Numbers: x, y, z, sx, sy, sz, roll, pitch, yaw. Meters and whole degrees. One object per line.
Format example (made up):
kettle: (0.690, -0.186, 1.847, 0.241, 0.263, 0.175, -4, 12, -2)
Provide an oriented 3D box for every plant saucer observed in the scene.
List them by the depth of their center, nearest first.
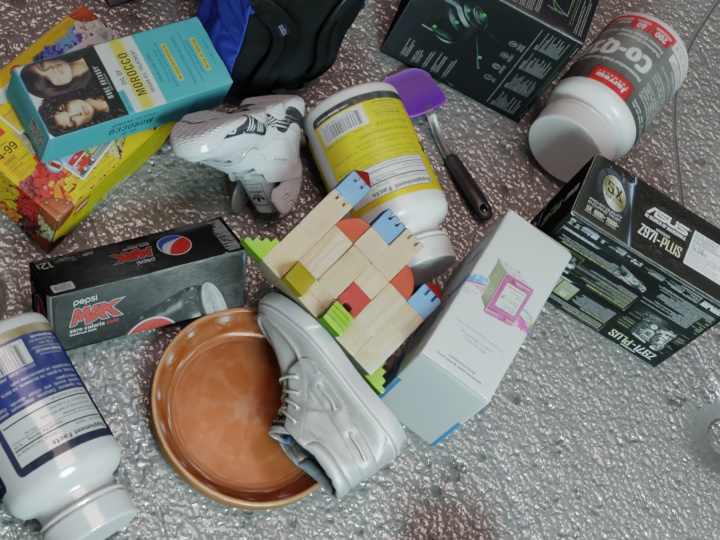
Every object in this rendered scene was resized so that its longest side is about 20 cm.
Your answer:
plant saucer: (-0.106, 0.133, 1.364, 0.199, 0.032, 0.201, 9, 62, -18)

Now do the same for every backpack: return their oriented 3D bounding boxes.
backpack: (-0.088, -0.289, 1.478, 0.162, 0.200, 0.168, -16, 62, -24)

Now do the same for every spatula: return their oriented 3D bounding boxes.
spatula: (0.094, -0.141, 1.578, 0.056, 0.021, 0.201, -26, 79, -16)

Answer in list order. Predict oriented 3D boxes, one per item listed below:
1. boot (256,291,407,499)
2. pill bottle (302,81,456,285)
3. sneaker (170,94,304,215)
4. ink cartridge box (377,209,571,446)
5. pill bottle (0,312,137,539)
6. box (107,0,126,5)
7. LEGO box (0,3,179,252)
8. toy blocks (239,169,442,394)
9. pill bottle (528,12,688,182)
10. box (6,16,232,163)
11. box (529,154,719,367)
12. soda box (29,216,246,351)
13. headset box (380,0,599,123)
boot: (-0.053, 0.118, 1.334, 0.095, 0.074, 0.200, -37, 76, -23)
pill bottle: (0.024, -0.085, 1.473, 0.111, 0.111, 0.201, -15, 73, -26)
sneaker: (-0.114, -0.106, 1.408, 0.200, 0.075, 0.116, -30, 119, -58)
ink cartridge box: (0.112, 0.057, 1.418, 0.085, 0.145, 0.200, 37, 58, -2)
pill bottle: (-0.280, 0.147, 1.244, 0.111, 0.111, 0.201, -26, 77, -29)
box: (-0.203, -0.389, 1.529, 0.199, 0.115, 0.133, -25, 78, -28)
LEGO box: (-0.292, -0.142, 1.397, 0.149, 0.077, 0.200, 40, 58, 0)
toy blocks: (0.000, 0.000, 1.366, 0.137, 0.100, 0.200, -44, 96, -13)
pill bottle: (0.283, -0.197, 1.624, 0.114, 0.114, 0.200, 41, 58, 1)
box: (-0.230, -0.176, 1.362, 0.199, 0.049, 0.083, -23, 76, -30)
box: (0.283, -0.006, 1.505, 0.199, 0.164, 0.086, 31, 59, -4)
soda box: (-0.209, 0.013, 1.349, 0.199, 0.071, 0.063, -15, 38, -26)
headset box: (0.136, -0.282, 1.574, 0.199, 0.174, 0.093, 26, 60, -6)
